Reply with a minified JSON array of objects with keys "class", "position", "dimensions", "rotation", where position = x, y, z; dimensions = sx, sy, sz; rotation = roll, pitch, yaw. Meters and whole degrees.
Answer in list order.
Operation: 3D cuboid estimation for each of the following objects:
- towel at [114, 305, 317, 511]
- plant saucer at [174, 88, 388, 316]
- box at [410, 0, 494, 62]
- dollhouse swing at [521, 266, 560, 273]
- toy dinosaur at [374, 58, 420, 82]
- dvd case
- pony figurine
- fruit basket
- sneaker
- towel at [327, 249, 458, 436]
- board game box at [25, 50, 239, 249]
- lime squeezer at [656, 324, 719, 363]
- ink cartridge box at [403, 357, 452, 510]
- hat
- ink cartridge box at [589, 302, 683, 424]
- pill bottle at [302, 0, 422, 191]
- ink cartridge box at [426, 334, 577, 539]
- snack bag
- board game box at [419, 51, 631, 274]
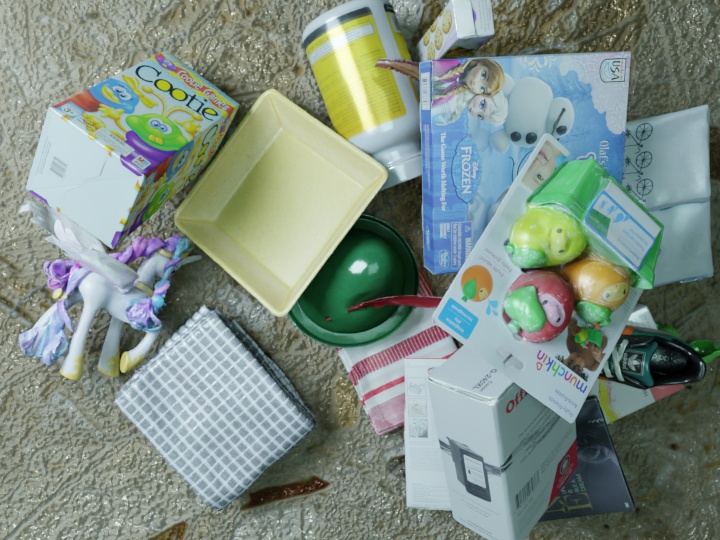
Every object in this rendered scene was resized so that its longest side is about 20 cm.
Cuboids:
[{"class":"towel","position":[-0.174,0.163,0.755],"dimensions":[0.165,0.086,0.200],"rotation":[-42,97,-1]},{"class":"plant saucer","position":[-0.090,-0.078,0.729],"dimensions":[0.200,0.048,0.200],"rotation":[38,93,23]},{"class":"box","position":[0.094,-0.245,0.684],"dimensions":[0.038,0.200,0.042],"rotation":[-8,96,-7]},{"class":"dollhouse swing","position":[0.228,-0.030,0.739],"dimensions":[0.175,0.182,0.201],"rotation":[23,92,5]},{"class":"toy dinosaur","position":[0.130,-0.208,0.706],"dimensions":[0.105,0.182,0.200],"rotation":[-29,113,32]},{"class":"dvd case","position":[0.217,0.244,0.783],"dimensions":[0.199,0.016,0.150],"rotation":[-18,98,25]},{"class":"pony figurine","position":[-0.293,0.019,0.709],"dimensions":[0.193,0.166,0.201],"rotation":[30,89,-45]},{"class":"fruit basket","position":[0.183,0.010,0.565],"dimensions":[0.185,0.094,0.201],"rotation":[37,75,-18]},{"class":"sneaker","position":[0.289,0.092,0.712],"dimensions":[0.198,0.080,0.072],"rotation":[4,95,1]},{"class":"towel","position":[0.044,0.094,0.799],"dimensions":[0.143,0.023,0.201],"rotation":[-25,96,-3]},{"class":"board game box","position":[-0.229,-0.133,0.657],"dimensions":[0.103,0.200,0.105],"rotation":[35,127,-6]},{"class":"lime squeezer","position":[0.415,0.085,0.804],"dimensions":[0.199,0.071,0.038],"rotation":[20,60,22]},{"class":"ink cartridge box","position":[0.108,0.192,0.765],"dimensions":[0.108,0.050,0.202],"rotation":[0,105,9]},{"class":"hat","position":[0.000,0.000,0.694],"dimensions":[0.198,0.176,0.167],"rotation":[-12,84,-2]},{"class":"ink cartridge box","position":[0.281,0.134,0.792],"dimensions":[0.199,0.068,0.117],"rotation":[-27,95,4]},{"class":"pill bottle","position":[0.016,-0.198,0.726],"dimensions":[0.111,0.112,0.201],"rotation":[-21,96,-2]},{"class":"ink cartridge box","position":[0.157,0.163,0.663],"dimensions":[0.145,0.083,0.201],"rotation":[-33,123,-35]},{"class":"snack bag","position":[0.297,-0.062,0.684],"dimensions":[0.187,0.021,0.202],"rotation":[-12,108,-5]},{"class":"board game box","position":[0.160,-0.105,0.615],"dimensions":[0.197,0.043,0.202],"rotation":[-6,106,-10]}]
